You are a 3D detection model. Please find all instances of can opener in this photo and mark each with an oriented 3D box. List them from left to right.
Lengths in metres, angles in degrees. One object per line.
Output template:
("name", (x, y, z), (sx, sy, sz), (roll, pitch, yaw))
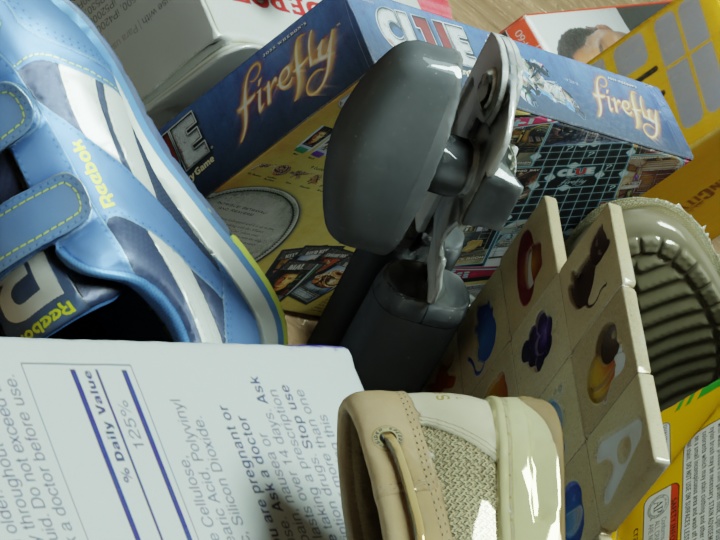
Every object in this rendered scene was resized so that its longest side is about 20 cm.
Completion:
("can opener", (0.000, 0.000, 0.909), (0.066, 0.200, 0.054), (14, 43, -16))

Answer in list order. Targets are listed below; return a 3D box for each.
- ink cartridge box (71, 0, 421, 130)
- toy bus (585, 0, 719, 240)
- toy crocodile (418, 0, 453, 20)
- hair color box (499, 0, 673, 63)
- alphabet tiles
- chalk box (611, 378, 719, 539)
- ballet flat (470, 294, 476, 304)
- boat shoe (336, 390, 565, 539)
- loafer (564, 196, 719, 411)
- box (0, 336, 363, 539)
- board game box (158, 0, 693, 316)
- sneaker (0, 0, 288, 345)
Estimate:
("ink cartridge box", (-0.067, -0.135, 1.044), (0.146, 0.083, 0.201), (8, 52, -52))
("toy bus", (0.121, -0.050, 1.116), (0.065, 0.200, 0.079), (25, 41, -42))
("toy crocodile", (0.005, -0.129, 1.167), (0.067, 0.062, 0.201), (17, 46, -48))
("hair color box", (0.122, -0.065, 1.278), (0.200, 0.061, 0.102), (-15, 74, -59))
("alphabet tiles", (0.040, 0.080, 0.869), (0.006, 0.200, 0.167), (14, 44, -20))
("chalk box", (0.147, 0.149, 0.901), (0.200, 0.124, 0.125), (39, 35, -26))
("ballet flat", (0.059, 0.071, 1.056), (0.200, 0.066, 0.057), (47, 7, -23))
("boat shoe", (0.018, 0.123, 0.716), (0.064, 0.071, 0.201), (7, 55, -10))
("loafer", (0.116, 0.037, 1.104), (0.201, 0.076, 0.068), (71, 7, -46))
("box", (-0.059, 0.123, 0.762), (0.200, 0.105, 0.185), (5, 56, -55))
("board game box", (0.013, -0.033, 1.004), (0.200, 0.135, 0.035), (12, 50, -52))
("sneaker", (-0.103, -0.022, 0.886), (0.200, 0.074, 0.082), (49, 31, -8))
